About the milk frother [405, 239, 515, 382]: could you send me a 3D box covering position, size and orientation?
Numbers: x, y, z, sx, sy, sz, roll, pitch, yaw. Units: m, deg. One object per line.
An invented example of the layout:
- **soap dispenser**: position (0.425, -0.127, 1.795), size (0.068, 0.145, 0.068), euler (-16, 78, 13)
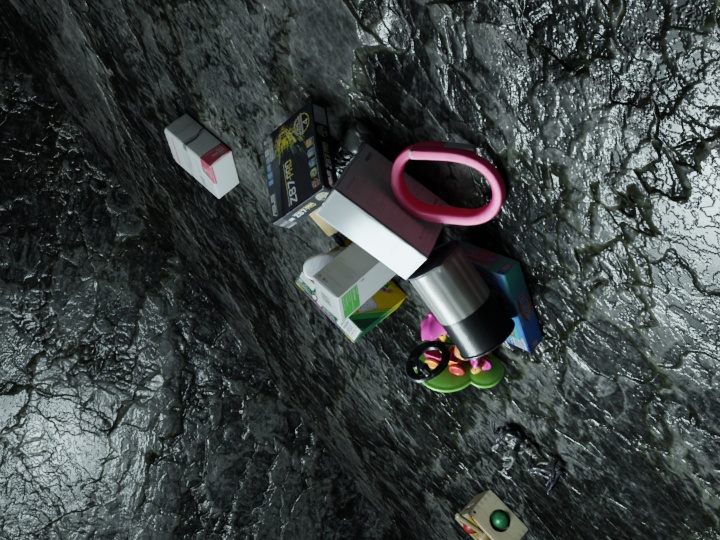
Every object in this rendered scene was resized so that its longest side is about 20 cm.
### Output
- **milk frother**: position (0.138, 0.080, 1.439), size (0.188, 0.200, 0.180), euler (54, 162, -11)

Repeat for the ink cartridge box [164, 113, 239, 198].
- **ink cartridge box**: position (-0.437, -0.316, 2.192), size (0.200, 0.085, 0.146), euler (38, 156, 22)

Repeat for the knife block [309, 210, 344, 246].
- **knife block**: position (-0.060, -0.117, 1.701), size (0.176, 0.064, 0.200), euler (57, -172, -11)

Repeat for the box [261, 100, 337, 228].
- **box**: position (-0.120, -0.207, 1.564), size (0.161, 0.049, 0.201), euler (-30, 59, 41)

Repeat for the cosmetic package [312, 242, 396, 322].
- **cosmetic package**: position (0.000, 0.000, 1.699), size (0.085, 0.200, 0.108), euler (40, 160, 26)

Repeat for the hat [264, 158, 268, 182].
- **hat**: position (-0.095, -0.222, 1.715), size (0.176, 0.166, 0.200), euler (26, -152, -48)

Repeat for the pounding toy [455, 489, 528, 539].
- **pounding toy**: position (0.363, 0.741, 2.313), size (0.184, 0.142, 0.200), euler (45, 159, 10)

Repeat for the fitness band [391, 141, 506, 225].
- **fitness band**: position (0.143, -0.142, 1.318), size (0.199, 0.037, 0.144), euler (9, 129, 26)

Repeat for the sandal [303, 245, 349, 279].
- **sandal**: position (-0.044, -0.022, 1.788), size (0.059, 0.206, 0.079), euler (26, 115, 56)

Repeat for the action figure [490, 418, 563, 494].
- **action figure**: position (0.366, 0.434, 1.850), size (0.200, 0.102, 0.119), euler (34, 166, 31)

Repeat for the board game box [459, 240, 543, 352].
- **board game box**: position (0.253, 0.048, 1.495), size (0.152, 0.045, 0.200), euler (26, 150, 47)

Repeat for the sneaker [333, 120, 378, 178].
- **sneaker**: position (-0.021, -0.215, 1.548), size (0.075, 0.079, 0.200), euler (45, 157, 11)

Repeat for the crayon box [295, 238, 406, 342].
- **crayon box**: position (-0.021, 0.042, 1.841), size (0.200, 0.172, 0.058), euler (45, 139, 10)

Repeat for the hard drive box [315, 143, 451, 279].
- **hard drive box**: position (0.045, -0.107, 1.409), size (0.200, 0.156, 0.077), euler (37, 135, -7)

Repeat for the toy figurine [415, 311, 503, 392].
- **toy figurine**: position (0.197, 0.152, 1.649), size (0.199, 0.150, 0.184), euler (14, 149, 20)
